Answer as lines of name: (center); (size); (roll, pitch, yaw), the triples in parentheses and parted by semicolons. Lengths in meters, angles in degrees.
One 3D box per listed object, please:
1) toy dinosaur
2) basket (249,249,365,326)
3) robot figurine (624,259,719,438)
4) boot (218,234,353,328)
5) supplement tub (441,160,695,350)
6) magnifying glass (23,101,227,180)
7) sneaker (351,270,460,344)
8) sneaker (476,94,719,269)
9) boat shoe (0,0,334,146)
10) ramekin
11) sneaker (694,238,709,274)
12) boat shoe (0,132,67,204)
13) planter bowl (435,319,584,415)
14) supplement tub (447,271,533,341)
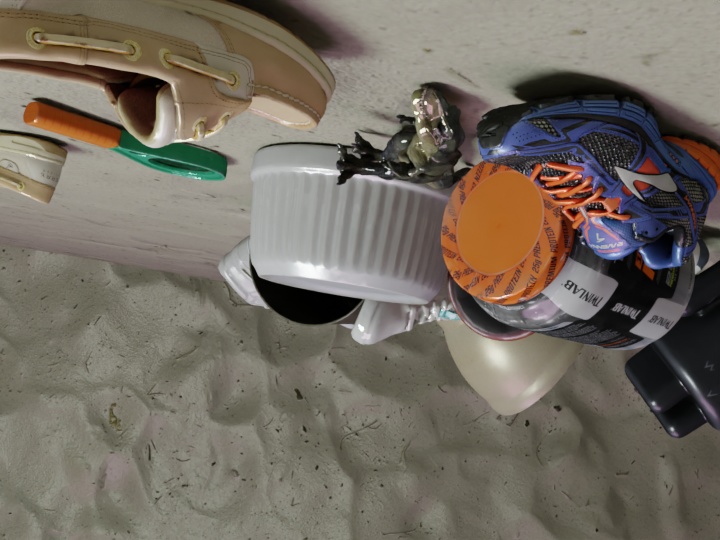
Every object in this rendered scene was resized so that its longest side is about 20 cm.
toy dinosaur: (0.032, -0.078, 0.598); (0.086, 0.049, 0.200); (1, 177, 9)
basket: (0.000, 0.000, 1.020); (0.178, 0.139, 0.198); (11, -179, 36)
robot figurine: (0.352, 0.069, 0.815); (0.199, 0.126, 0.150); (-37, 157, 10)
boot: (-0.084, 0.021, 1.104); (0.095, 0.075, 0.199); (-26, 128, 38)
supplement tub: (0.153, -0.012, 0.638); (0.121, 0.125, 0.198); (4, 174, 42)
magnifying glass: (-0.201, -0.110, 0.770); (0.079, 0.023, 0.198); (5, 172, 40)
sneaker: (0.074, 0.029, 0.912); (0.088, 0.076, 0.199); (38, -134, 19)
sneaker: (0.145, -0.049, 0.505); (0.197, 0.080, 0.075); (12, 173, -34)
boat shoe: (-0.094, -0.093, 0.407); (0.073, 0.071, 0.198); (4, 172, 45)
ramekin: (-0.007, -0.034, 0.779); (0.196, 0.108, 0.200); (9, 175, 1)
sneaker: (0.266, 0.001, 0.854); (0.069, 0.075, 0.200); (14, 174, -8)
boat shoe: (-0.395, -0.105, 0.886); (0.196, 0.071, 0.074); (7, 175, 18)
planter bowl: (0.173, 0.051, 1.048); (0.134, 0.202, 0.200); (35, 170, -8)
supplement tub: (0.152, 0.006, 0.850); (0.105, 0.110, 0.200); (7, -176, 17)
